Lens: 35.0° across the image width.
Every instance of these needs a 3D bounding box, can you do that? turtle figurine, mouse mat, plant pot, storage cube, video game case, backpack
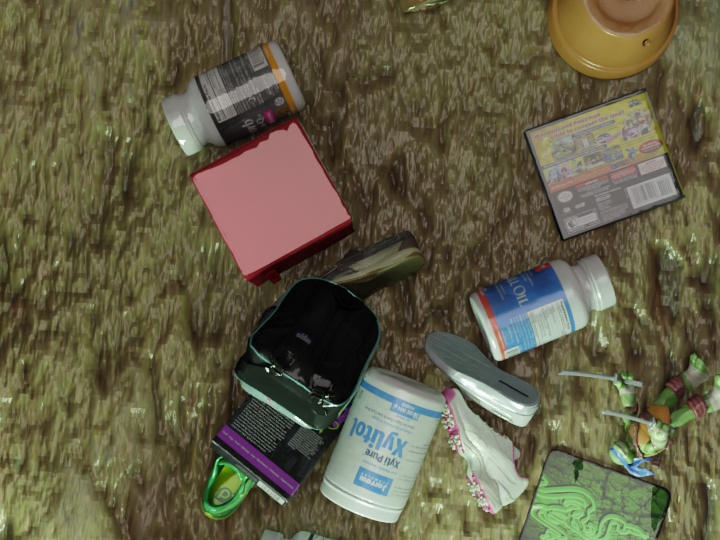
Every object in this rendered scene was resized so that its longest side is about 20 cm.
[{"bbox_3d":[0.434,0.190,1.682,0.194,0.144,0.200,-32,90,-4],"label":"turtle figurine"},{"bbox_3d":[0.358,0.379,1.742,0.199,0.008,0.161,19,88,4],"label":"mouse mat"},{"bbox_3d":[0.388,-0.399,1.716,0.199,0.140,0.201,0,88,3],"label":"plant pot"},{"bbox_3d":[-0.125,-0.097,1.704,0.179,0.171,0.200,-30,86,-1],"label":"storage cube"},{"bbox_3d":[0.376,-0.163,1.761,0.199,0.026,0.181,-19,87,2],"label":"video game case"},{"bbox_3d":[-0.072,0.117,1.667,0.176,0.153,0.200,31,54,0],"label":"backpack"}]

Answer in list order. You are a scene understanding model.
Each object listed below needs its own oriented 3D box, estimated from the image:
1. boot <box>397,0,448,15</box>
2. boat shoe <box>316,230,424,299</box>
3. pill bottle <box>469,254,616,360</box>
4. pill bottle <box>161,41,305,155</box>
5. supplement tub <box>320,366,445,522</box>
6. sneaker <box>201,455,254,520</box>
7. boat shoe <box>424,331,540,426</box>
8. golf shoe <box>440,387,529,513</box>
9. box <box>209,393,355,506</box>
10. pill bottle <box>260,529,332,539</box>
[{"bbox_3d":[0.118,-0.519,1.773,0.175,0.066,0.201,-19,86,13],"label":"boot"},{"bbox_3d":[0.000,-0.001,1.749,0.200,0.072,0.066,-23,57,13],"label":"boat shoe"},{"bbox_3d":[0.274,0.050,1.710,0.199,0.112,0.113,-22,86,0],"label":"pill bottle"},{"bbox_3d":[-0.194,-0.259,1.742,0.200,0.116,0.117,-25,86,1],"label":"pill bottle"},{"bbox_3d":[0.034,0.256,1.694,0.132,0.132,0.201,21,91,3],"label":"supplement tub"},{"bbox_3d":[-0.173,0.288,1.723,0.074,0.084,0.200,28,79,5],"label":"sneaker"},{"bbox_3d":[0.175,0.171,1.726,0.200,0.067,0.073,35,45,23],"label":"boat shoe"},{"bbox_3d":[0.186,0.263,1.729,0.091,0.075,0.201,-24,92,-11],"label":"golf shoe"},{"bbox_3d":[-0.109,0.230,1.710,0.143,0.036,0.200,39,62,3],"label":"box"},{"bbox_3d":[-0.060,0.456,1.700,0.199,0.111,0.111,17,88,3],"label":"pill bottle"}]
